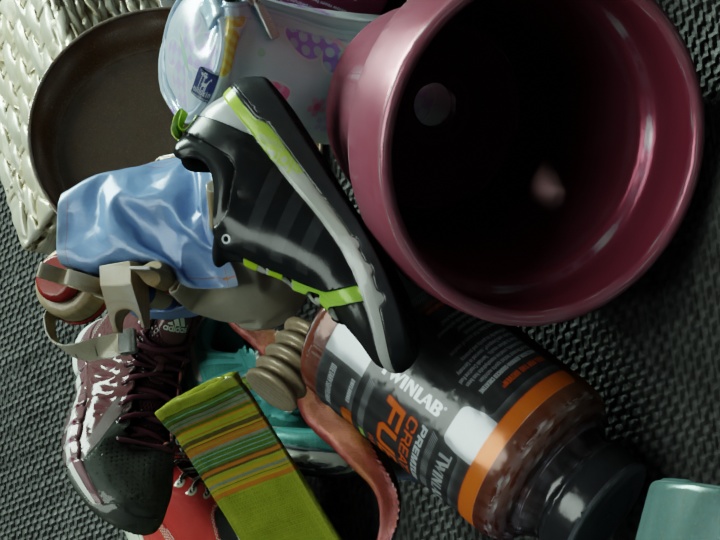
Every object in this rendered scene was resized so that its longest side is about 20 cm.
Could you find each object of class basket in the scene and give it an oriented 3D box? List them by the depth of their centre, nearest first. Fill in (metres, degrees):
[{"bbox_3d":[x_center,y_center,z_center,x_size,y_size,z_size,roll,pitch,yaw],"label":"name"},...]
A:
[{"bbox_3d":[-0.190,-0.115,1.748,0.136,0.123,0.201,-48,51,38],"label":"basket"}]

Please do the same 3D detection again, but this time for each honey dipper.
[{"bbox_3d":[0.000,0.000,1.477,0.038,0.038,0.200,1,47,52],"label":"honey dipper"}]

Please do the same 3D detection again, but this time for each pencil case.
[{"bbox_3d":[-0.025,-0.124,1.478,0.083,0.199,0.091,51,126,47],"label":"pencil case"}]

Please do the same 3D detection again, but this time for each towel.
[{"bbox_3d":[-0.054,0.160,1.542,0.086,0.018,0.201,-27,97,49],"label":"towel"}]

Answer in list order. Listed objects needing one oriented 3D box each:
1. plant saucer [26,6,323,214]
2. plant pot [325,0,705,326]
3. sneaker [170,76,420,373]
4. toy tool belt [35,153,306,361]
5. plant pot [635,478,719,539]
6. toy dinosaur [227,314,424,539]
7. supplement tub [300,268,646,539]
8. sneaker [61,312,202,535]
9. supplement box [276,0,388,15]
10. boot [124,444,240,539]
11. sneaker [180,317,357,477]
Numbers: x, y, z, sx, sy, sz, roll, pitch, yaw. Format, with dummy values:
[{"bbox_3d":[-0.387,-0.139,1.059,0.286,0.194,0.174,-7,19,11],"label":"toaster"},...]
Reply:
[{"bbox_3d":[-0.125,-0.085,1.628,0.032,0.199,0.201,107,152,-62],"label":"plant saucer"},{"bbox_3d":[0.069,-0.082,1.374,0.179,0.199,0.202,-156,75,-67],"label":"plant pot"},{"bbox_3d":[-0.040,-0.015,1.349,0.083,0.072,0.201,-33,70,4],"label":"sneaker"},{"bbox_3d":[-0.132,-0.019,1.467,0.199,0.123,0.126,-11,70,22],"label":"toy tool belt"},{"bbox_3d":[0.196,0.210,1.169,0.200,0.199,0.198,3,80,52],"label":"plant pot"},{"bbox_3d":[-0.023,0.055,1.487,0.181,0.200,0.105,26,122,5],"label":"toy dinosaur"},{"bbox_3d":[0.067,0.080,1.383,0.200,0.107,0.107,38,116,25],"label":"supplement tub"},{"bbox_3d":[-0.144,0.072,1.604,0.116,0.075,0.201,-53,32,29],"label":"sneaker"},{"bbox_3d":[-0.027,-0.207,1.556,0.201,0.085,0.111,-62,21,27],"label":"supplement box"},{"bbox_3d":[-0.113,0.141,1.663,0.144,0.072,0.201,-43,62,40],"label":"boot"},{"bbox_3d":[-0.066,0.085,1.608,0.200,0.077,0.080,27,98,50],"label":"sneaker"}]
